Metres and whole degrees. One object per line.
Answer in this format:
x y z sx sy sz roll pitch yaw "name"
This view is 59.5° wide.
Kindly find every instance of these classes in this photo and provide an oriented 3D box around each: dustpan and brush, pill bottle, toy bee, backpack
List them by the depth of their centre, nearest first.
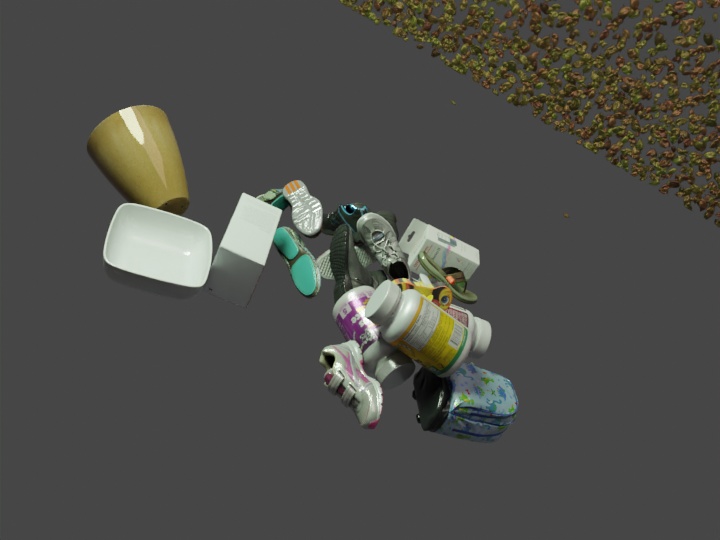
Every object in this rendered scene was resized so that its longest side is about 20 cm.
0.109 0.109 1.214 0.198 0.113 0.114 35 33 -14 "pill bottle"
0.222 0.271 1.284 0.198 0.154 0.164 32 26 -20 "backpack"
0.030 0.140 1.304 0.110 0.113 0.202 -4 47 -39 "pill bottle"
0.147 0.053 1.330 0.197 0.111 0.131 19 11 -31 "toy bee"
0.193 0.130 1.440 0.196 0.111 0.111 20 36 -15 "pill bottle"
0.161 0.043 1.509 0.137 0.058 0.201 22 16 -15 "dustpan and brush"

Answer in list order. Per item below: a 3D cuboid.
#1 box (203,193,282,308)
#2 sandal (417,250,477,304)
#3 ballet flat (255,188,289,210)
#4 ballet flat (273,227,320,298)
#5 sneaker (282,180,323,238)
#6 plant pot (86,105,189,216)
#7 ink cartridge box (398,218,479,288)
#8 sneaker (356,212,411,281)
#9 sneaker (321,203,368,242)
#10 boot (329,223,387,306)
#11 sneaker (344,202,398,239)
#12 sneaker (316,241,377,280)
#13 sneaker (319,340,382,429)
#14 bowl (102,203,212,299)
-0.242 -0.045 1.314 0.096 0.126 0.202 22 36 -11 "box"
0.227 0.015 1.585 0.200 0.057 0.080 41 14 -17 "sandal"
-0.241 -0.145 1.503 0.074 0.075 0.200 37 33 10 "ballet flat"
-0.129 -0.016 1.410 0.073 0.075 0.202 -3 50 -38 "ballet flat"
-0.119 -0.121 1.495 0.076 0.113 0.202 -24 44 0 "sneaker"
-0.447 -0.208 1.334 0.185 0.186 0.202 -19 70 -48 "plant pot"
0.198 -0.036 1.640 0.196 0.118 0.068 25 37 -8 "ink cartridge box"
0.065 -0.045 1.432 0.201 0.074 0.082 52 3 -22 "sneaker"
-0.038 -0.126 1.529 0.072 0.084 0.198 -22 24 -37 "sneaker"
0.000 0.000 1.443 0.129 0.069 0.206 3 83 -35 "boot"
0.021 -0.117 1.651 0.196 0.076 0.092 5 49 -28 "sneaker"
-0.033 -0.036 1.519 0.197 0.077 0.104 -22 18 -24 "sneaker"
-0.025 0.220 1.203 0.086 0.083 0.201 3 36 -31 "sneaker"
-0.393 -0.027 1.224 0.196 0.075 0.202 16 38 -20 "bowl"
